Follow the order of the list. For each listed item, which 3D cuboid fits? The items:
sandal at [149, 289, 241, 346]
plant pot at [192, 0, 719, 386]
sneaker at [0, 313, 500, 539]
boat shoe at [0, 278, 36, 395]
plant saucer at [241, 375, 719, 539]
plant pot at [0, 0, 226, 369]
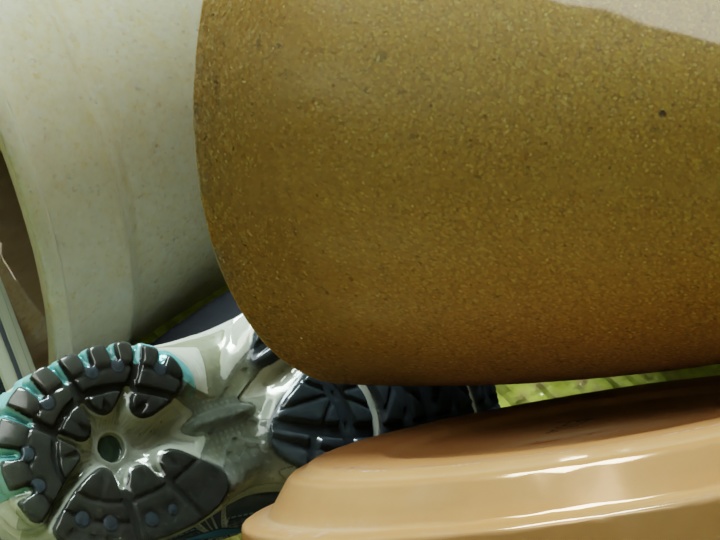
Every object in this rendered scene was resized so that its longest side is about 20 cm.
[{"bbox_3d":[-0.001,0.000,0.847,0.199,0.076,0.043,-29,42,-14],"label":"sandal"},{"bbox_3d":[0.086,-0.049,0.690,0.199,0.187,0.187,7,45,34],"label":"plant pot"},{"bbox_3d":[-0.045,0.050,0.782,0.199,0.078,0.086,-6,-13,-37],"label":"sneaker"},{"bbox_3d":[-0.153,0.019,0.812,0.062,0.075,0.201,-21,82,-24],"label":"boat shoe"},{"bbox_3d":[0.065,0.055,0.676,0.199,0.033,0.200,-9,1,0],"label":"plant saucer"},{"bbox_3d":[-0.077,-0.066,0.878,0.183,0.201,0.200,-23,40,-25],"label":"plant pot"}]
